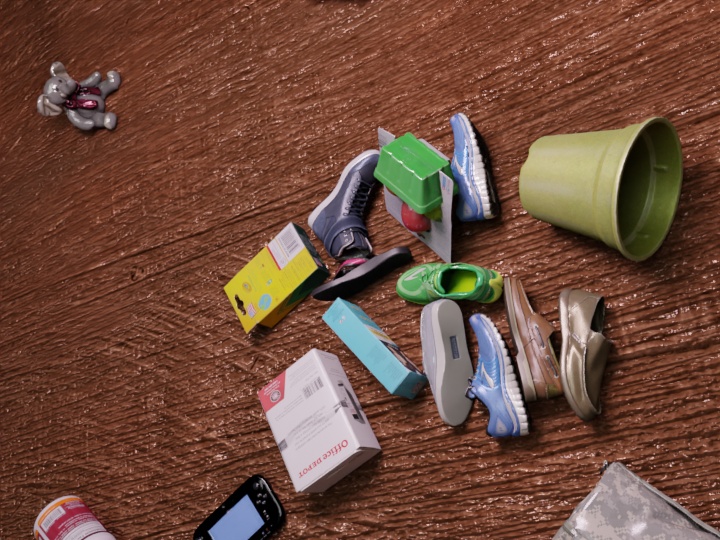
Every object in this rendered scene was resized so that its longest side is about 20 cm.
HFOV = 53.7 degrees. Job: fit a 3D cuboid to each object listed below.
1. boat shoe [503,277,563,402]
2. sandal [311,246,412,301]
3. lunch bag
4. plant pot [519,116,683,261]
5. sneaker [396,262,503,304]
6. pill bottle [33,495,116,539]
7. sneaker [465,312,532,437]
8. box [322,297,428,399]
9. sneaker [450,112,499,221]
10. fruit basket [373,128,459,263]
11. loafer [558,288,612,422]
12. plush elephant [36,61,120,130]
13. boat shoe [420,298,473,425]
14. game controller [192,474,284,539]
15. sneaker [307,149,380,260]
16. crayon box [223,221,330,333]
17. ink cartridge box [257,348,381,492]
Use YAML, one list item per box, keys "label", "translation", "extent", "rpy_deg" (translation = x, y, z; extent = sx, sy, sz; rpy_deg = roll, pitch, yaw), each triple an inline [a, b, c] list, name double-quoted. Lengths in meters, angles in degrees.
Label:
- label: "boat shoe"
  translation: [0.268, 0.102, 1.102]
  extent: [0.067, 0.072, 0.202]
  rpy_deg: [-12, 67, 9]
- label: "sandal"
  translation: [0.000, 0.000, 1.291]
  extent: [0.199, 0.075, 0.045]
  rpy_deg: [-28, 65, 13]
- label: "lunch bag"
  translation: [0.363, 0.367, 0.913]
  extent: [0.199, 0.139, 0.169]
  rpy_deg: [35, 95, 33]
- label: "plant pot"
  translation: [0.347, -0.129, 1.061]
  extent: [0.183, 0.199, 0.202]
  rpy_deg: [15, 83, 46]
- label: "sneaker"
  translation: [0.139, 0.014, 1.187]
  extent: [0.198, 0.083, 0.075]
  rpy_deg: [-3, 72, 39]
- label: "pill bottle"
  translation: [-0.566, 0.559, 1.439]
  extent: [0.199, 0.113, 0.114]
  rpy_deg: [29, 91, 34]
- label: "sneaker"
  translation: [0.198, 0.163, 1.108]
  extent: [0.088, 0.079, 0.202]
  rpy_deg: [-18, 66, 13]
- label: "box"
  translation: [0.024, 0.133, 1.227]
  extent: [0.049, 0.082, 0.200]
  rpy_deg: [-51, 57, 7]
- label: "sneaker"
  translation: [0.174, -0.178, 1.224]
  extent: [0.088, 0.078, 0.202]
  rpy_deg: [-16, 68, 24]
- label: "fruit basket"
  translation: [0.100, -0.127, 1.210]
  extent: [0.093, 0.201, 0.185]
  rpy_deg: [-36, 54, -15]
- label: "loafer"
  translation: [0.334, 0.119, 1.045]
  extent: [0.067, 0.076, 0.202]
  rpy_deg: [-14, 68, 34]
- label: "plush elephant"
  translation: [-0.735, -0.450, 1.824]
  extent: [0.198, 0.154, 0.167]
  rpy_deg: [-5, 73, 30]
- label: "boat shoe"
  translation: [0.136, 0.150, 1.166]
  extent: [0.071, 0.069, 0.203]
  rpy_deg: [-14, 80, 61]
- label: "game controller"
  translation: [-0.223, 0.469, 1.300]
  extent: [0.200, 0.042, 0.105]
  rpy_deg: [-45, 57, 13]
- label: "sneaker"
  translation: [-0.002, -0.110, 1.311]
  extent: [0.203, 0.076, 0.147]
  rpy_deg: [-51, 45, 20]
- label: "crayon box"
  translation: [-0.167, 0.019, 1.397]
  extent: [0.200, 0.051, 0.128]
  rpy_deg: [-41, 58, 14]
- label: "ink cartridge box"
  translation: [-0.074, 0.264, 1.246]
  extent: [0.146, 0.083, 0.201]
  rpy_deg: [-38, 59, 17]
